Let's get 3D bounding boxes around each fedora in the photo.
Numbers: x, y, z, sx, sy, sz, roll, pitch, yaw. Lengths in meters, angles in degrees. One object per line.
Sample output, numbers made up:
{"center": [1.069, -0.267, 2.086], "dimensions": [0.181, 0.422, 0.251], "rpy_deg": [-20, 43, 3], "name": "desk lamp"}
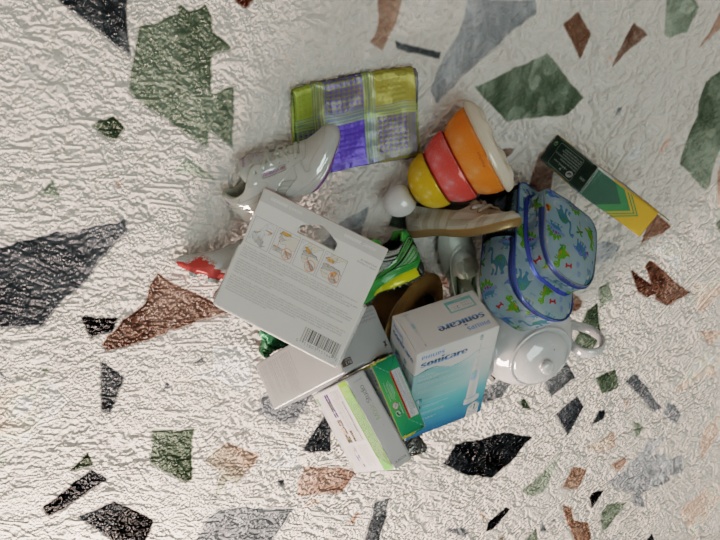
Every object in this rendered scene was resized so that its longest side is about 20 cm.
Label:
{"center": [0.061, 0.081, 1.388], "dimensions": [0.200, 0.081, 0.203], "rpy_deg": [-44, 149, -36], "name": "fedora"}

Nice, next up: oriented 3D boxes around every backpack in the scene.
{"center": [0.275, -0.019, 1.341], "dimensions": [0.181, 0.145, 0.204], "rpy_deg": [27, 63, -34], "name": "backpack"}

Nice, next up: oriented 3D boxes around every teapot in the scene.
{"center": [0.300, 0.127, 1.498], "dimensions": [0.200, 0.147, 0.197], "rpy_deg": [-46, 126, 8], "name": "teapot"}

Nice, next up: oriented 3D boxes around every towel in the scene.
{"center": [-0.004, -0.213, 1.236], "dimensions": [0.195, 0.023, 0.146], "rpy_deg": [-12, 124, -16], "name": "towel"}

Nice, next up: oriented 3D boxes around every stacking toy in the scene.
{"center": [0.118, -0.145, 1.276], "dimensions": [0.197, 0.148, 0.147], "rpy_deg": [-28, 128, 13], "name": "stacking toy"}

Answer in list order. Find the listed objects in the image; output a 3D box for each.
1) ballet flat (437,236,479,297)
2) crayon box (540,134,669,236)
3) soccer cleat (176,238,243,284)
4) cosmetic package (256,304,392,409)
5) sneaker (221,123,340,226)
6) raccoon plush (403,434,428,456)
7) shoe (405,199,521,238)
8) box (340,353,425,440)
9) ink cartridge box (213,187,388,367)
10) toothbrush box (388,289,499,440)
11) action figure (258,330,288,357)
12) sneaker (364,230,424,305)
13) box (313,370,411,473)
{"center": [0.174, 0.012, 1.423], "dimensions": [0.068, 0.070, 0.203], "rpy_deg": [-19, 125, -11], "name": "ballet flat"}
{"center": [0.397, -0.131, 1.391], "dimensions": [0.198, 0.126, 0.052], "rpy_deg": [26, 109, -33], "name": "crayon box"}
{"center": [-0.169, -0.020, 1.256], "dimensions": [0.195, 0.069, 0.087], "rpy_deg": [6, 87, -4], "name": "soccer cleat"}
{"center": [-0.058, 0.134, 1.309], "dimensions": [0.112, 0.082, 0.199], "rpy_deg": [-18, 168, -46], "name": "cosmetic package"}
{"center": [-0.111, -0.138, 1.190], "dimensions": [0.199, 0.075, 0.099], "rpy_deg": [-41, 118, 20], "name": "sneaker"}
{"center": [0.050, 0.231, 1.461], "dimensions": [0.095, 0.135, 0.203], "rpy_deg": [-23, 126, -6], "name": "raccoon plush"}
{"center": [0.150, -0.081, 1.296], "dimensions": [0.069, 0.196, 0.055], "rpy_deg": [-17, 103, -53], "name": "shoe"}
{"center": [0.027, 0.205, 1.320], "dimensions": [0.048, 0.200, 0.119], "rpy_deg": [-21, 83, -23], "name": "box"}
{"center": [-0.081, 0.010, 1.189], "dimensions": [0.197, 0.045, 0.179], "rpy_deg": [26, 92, 6], "name": "ink cartridge box"}
{"center": [0.120, 0.147, 1.314], "dimensions": [0.144, 0.086, 0.203], "rpy_deg": [-17, 137, -20], "name": "toothbrush box"}
{"center": [-0.101, 0.054, 1.339], "dimensions": [0.117, 0.055, 0.202], "rpy_deg": [28, 102, -36], "name": "action figure"}
{"center": [0.000, 0.000, 1.305], "dimensions": [0.197, 0.078, 0.087], "rpy_deg": [-27, 110, -21], "name": "sneaker"}
{"center": [-0.002, 0.234, 1.301], "dimensions": [0.036, 0.200, 0.146], "rpy_deg": [-28, 86, -21], "name": "box"}
